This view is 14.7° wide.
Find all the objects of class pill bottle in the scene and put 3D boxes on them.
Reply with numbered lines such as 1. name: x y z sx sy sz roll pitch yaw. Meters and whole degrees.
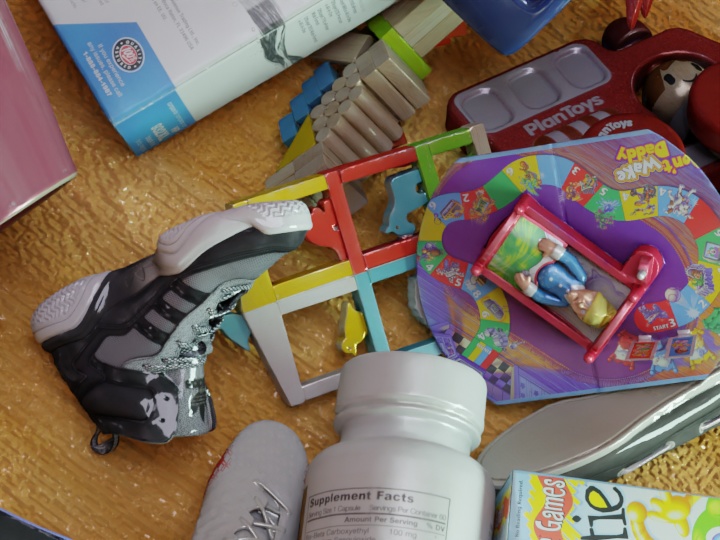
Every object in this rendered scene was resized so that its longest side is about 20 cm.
1. pill bottle: 0.020 0.155 1.635 0.114 0.114 0.200 9 68 -5

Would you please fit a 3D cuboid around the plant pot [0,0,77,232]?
1. plant pot: -0.266 -0.093 1.620 0.200 0.200 0.179 -35 93 -20

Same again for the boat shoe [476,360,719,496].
1. boat shoe: 0.165 0.100 1.711 0.200 0.057 0.067 -27 35 -14

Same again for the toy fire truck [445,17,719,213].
1. toy fire truck: 0.175 -0.091 1.770 0.200 0.112 0.168 -26 56 -18

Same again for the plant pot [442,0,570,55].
1. plant pot: 0.114 -0.282 1.680 0.200 0.180 0.200 46 51 -9

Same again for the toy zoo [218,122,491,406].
1. toy zoo: 0.000 0.000 1.715 0.200 0.020 0.131 -18 99 -15

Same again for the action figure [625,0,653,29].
1. action figure: 0.090 -0.200 1.813 0.200 0.052 0.065 20 26 13

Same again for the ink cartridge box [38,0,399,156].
1. ink cartridge box: -0.096 -0.188 1.741 0.200 0.084 0.145 -31 75 0

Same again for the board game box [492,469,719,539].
1. board game box: 0.174 0.193 1.651 0.200 0.105 0.103 8 68 -5

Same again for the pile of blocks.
1. pile of blocks: 0.005 -0.109 1.777 0.062 0.082 0.200 44 73 -37

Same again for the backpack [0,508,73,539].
1. backpack: -0.248 0.231 1.546 0.183 0.147 0.200 26 63 1

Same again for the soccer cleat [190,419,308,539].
1. soccer cleat: -0.072 0.175 1.629 0.069 0.085 0.200 20 67 -1

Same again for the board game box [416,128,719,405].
1. board game box: 0.126 0.004 1.668 0.200 0.039 0.158 -8 103 16

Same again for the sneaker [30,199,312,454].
1. sneaker: -0.098 0.037 1.651 0.200 0.075 0.114 -26 81 28
